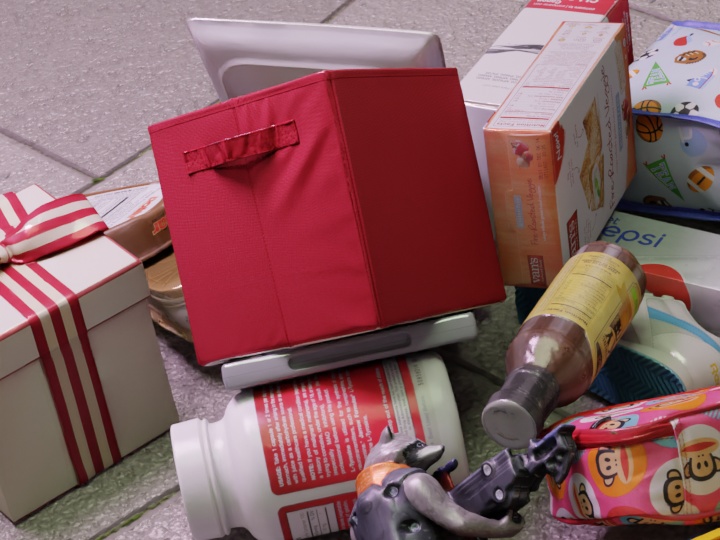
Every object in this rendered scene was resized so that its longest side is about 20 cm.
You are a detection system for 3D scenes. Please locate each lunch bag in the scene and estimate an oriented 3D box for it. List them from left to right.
[{"bbox_3d":[0.225,0.122,1.348,0.199,0.082,0.176,-10,-4,-18],"label":"lunch bag"},{"bbox_3d":[0.318,-0.119,1.665,0.200,0.124,0.170,8,38,36],"label":"lunch bag"}]

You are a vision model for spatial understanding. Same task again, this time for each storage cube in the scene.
[{"bbox_3d":[-0.024,-0.040,1.450,0.171,0.180,0.200,-13,-1,34],"label":"storage cube"}]

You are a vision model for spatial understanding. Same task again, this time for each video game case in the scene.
[{"bbox_3d":[-0.009,0.060,1.492,0.182,0.022,0.200,-12,-3,-1],"label":"video game case"}]

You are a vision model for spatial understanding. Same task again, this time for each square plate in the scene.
[{"bbox_3d":[-0.024,-0.128,1.584,0.199,0.198,0.029,5,61,14],"label":"square plate"}]

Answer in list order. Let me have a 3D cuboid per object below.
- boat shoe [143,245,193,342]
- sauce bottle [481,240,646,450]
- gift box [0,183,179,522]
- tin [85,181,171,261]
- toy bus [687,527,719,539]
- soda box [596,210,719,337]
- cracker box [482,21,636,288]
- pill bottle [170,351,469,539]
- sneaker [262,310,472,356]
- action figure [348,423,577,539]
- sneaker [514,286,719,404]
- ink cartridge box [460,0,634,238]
[{"bbox_3d":[-0.153,0.018,1.646,0.074,0.069,0.200,-26,17,-9],"label":"boat shoe"},{"bbox_3d":[0.140,0.053,1.392,0.065,0.065,0.200,10,36,26],"label":"sauce bottle"},{"bbox_3d":[-0.274,0.049,1.534,0.184,0.187,0.200,-34,43,-29],"label":"gift box"},{"bbox_3d":[-0.229,-0.030,1.688,0.200,0.042,0.112,-8,28,41],"label":"tin"},{"bbox_3d":[0.286,0.203,1.248,0.199,0.136,0.192,-18,21,-13],"label":"toy bus"},{"bbox_3d":[0.248,0.010,1.555,0.200,0.064,0.068,15,44,32],"label":"soda box"},{"bbox_3d":[0.158,-0.092,1.543,0.058,0.134,0.200,5,32,24],"label":"cracker box"},{"bbox_3d":[-0.029,0.130,1.422,0.199,0.112,0.112,-12,36,-2],"label":"pill bottle"},{"bbox_3d":[0.000,0.000,1.627,0.199,0.075,0.116,-12,34,0],"label":"sneaker"},{"bbox_3d":[0.056,0.175,1.288,0.104,0.200,0.194,17,36,-39],"label":"action figure"},{"bbox_3d":[0.196,0.048,1.519,0.081,0.077,0.200,-24,43,-33],"label":"sneaker"},{"bbox_3d":[0.159,-0.131,1.700,0.084,0.145,0.200,10,40,28],"label":"ink cartridge box"}]
